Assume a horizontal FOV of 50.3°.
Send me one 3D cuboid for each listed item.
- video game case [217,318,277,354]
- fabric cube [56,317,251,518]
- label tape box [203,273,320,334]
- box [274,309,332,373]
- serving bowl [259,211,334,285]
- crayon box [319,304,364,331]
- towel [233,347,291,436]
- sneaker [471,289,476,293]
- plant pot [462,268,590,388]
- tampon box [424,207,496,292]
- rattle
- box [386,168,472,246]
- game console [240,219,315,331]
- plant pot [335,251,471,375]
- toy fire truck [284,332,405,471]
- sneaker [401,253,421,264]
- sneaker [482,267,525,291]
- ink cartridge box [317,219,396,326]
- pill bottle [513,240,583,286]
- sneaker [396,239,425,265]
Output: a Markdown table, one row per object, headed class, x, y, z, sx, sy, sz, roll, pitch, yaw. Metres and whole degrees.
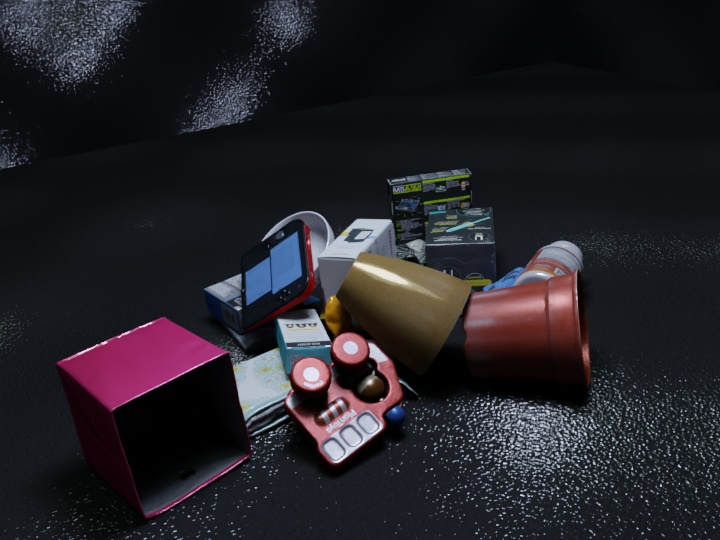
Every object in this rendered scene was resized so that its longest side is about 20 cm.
| class | x | y | z | sx | sy | sz | roll | pitch | yaw |
| --- | --- | --- | --- | --- | --- | --- | --- | --- | --- |
| video game case | -0.209 | 0.106 | 1.614 | 0.143 | 0.019 | 0.200 | -17 | 28 | -23 |
| fabric cube | -0.317 | 0.218 | 1.184 | 0.196 | 0.200 | 0.199 | -27 | 30 | -36 |
| label tape box | -0.210 | 0.051 | 1.637 | 0.200 | 0.063 | 0.144 | -24 | 31 | -32 |
| box | -0.108 | 0.126 | 1.411 | 0.082 | 0.049 | 0.200 | -2 | 17 | -12 |
| serving bowl | -0.127 | -0.019 | 1.557 | 0.200 | 0.066 | 0.200 | -21 | 48 | 26 |
| crayon box | -0.008 | 0.072 | 1.603 | 0.125 | 0.052 | 0.200 | -2 | 24 | 9 |
| towel | -0.164 | 0.208 | 1.354 | 0.200 | 0.048 | 0.171 | -21 | 26 | -30 |
| sneaker | 0.151 | 0.051 | 1.574 | 0.200 | 0.089 | 0.074 | -11 | 24 | -15 |
| plant pot | 0.285 | 0.107 | 1.321 | 0.195 | 0.201 | 0.201 | -6 | 23 | 20 |
| tampon box | 0.225 | -0.044 | 1.712 | 0.150 | 0.126 | 0.200 | -2 | 26 | 9 |
| rattle | 0.019 | 0.140 | 1.354 | 0.130 | 0.143 | 0.200 | 1 | 15 | -22 |
| box | 0.170 | -0.137 | 1.847 | 0.200 | 0.193 | 0.048 | -9 | 24 | -5 |
| game console | -0.168 | 0.005 | 1.501 | 0.177 | 0.031 | 0.200 | -28 | 45 | 21 |
| plant pot | 0.063 | 0.057 | 1.356 | 0.200 | 0.187 | 0.186 | 29 | 29 | 0 |
| toy fire truck | -0.019 | 0.208 | 1.234 | 0.200 | 0.112 | 0.168 | -30 | 64 | -30 |
| sneaker | 0.104 | 0.060 | 1.486 | 0.071 | 0.083 | 0.200 | -9 | 69 | 0 |
| sneaker | 0.287 | 0.041 | 1.585 | 0.078 | 0.066 | 0.200 | 11 | 30 | 27 |
| ink cartridge box | 0.000 | 0.000 | 1.523 | 0.083 | 0.146 | 0.200 | 3 | 25 | 23 |
| pill bottle | 0.390 | 0.016 | 1.565 | 0.112 | 0.112 | 0.200 | 8 | 27 | 27 |
| sneaker | 0.081 | -0.033 | 1.770 | 0.200 | 0.085 | 0.078 | -25 | 31 | -36 |
